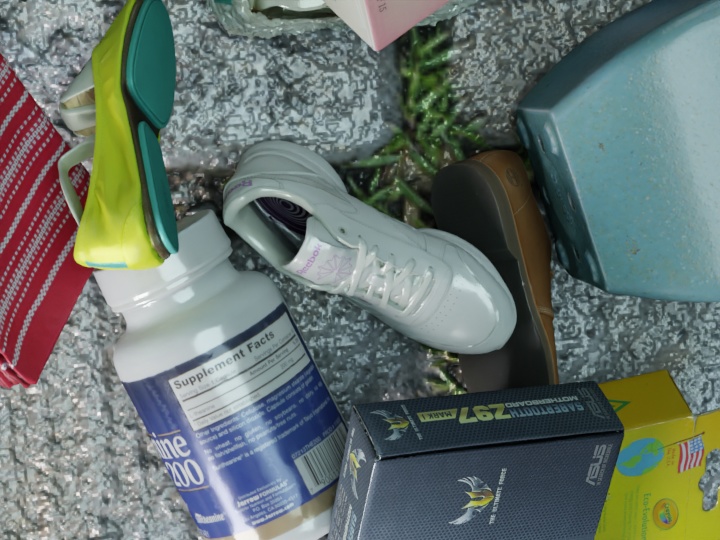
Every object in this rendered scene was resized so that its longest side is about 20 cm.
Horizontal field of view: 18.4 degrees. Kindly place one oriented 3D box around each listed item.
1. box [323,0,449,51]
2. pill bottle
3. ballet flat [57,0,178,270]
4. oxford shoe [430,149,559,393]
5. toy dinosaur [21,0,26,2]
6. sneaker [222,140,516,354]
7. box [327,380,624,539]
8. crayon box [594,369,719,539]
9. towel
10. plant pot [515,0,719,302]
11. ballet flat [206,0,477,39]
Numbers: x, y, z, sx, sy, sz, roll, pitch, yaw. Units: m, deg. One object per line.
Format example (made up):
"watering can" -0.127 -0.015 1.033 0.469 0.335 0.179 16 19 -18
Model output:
"box" 0.047 -0.246 1.285 0.200 0.128 0.109 -36 61 -10
"pill bottle" -0.082 0.070 1.348 0.111 0.111 0.200 -28 99 -10
"ballet flat" -0.146 -0.083 1.314 0.067 0.067 0.200 -14 53 12
"oxford shoe" 0.102 0.019 1.413 0.071 0.071 0.201 -27 114 -48
"toy dinosaur" -0.182 -0.234 1.280 0.200 0.102 0.136 46 105 15
"sneaker" 0.000 0.000 1.354 0.200 0.100 0.075 30 114 1
"box" 0.059 0.162 1.323 0.157 0.051 0.200 -4 127 -20
"crayon box" 0.137 0.137 1.403 0.199 0.051 0.127 -11 129 -12
"towel" -0.216 -0.044 1.281 0.200 0.022 0.145 57 45 -41
"plant pot" 0.211 -0.075 1.371 0.200 0.196 0.196 -20 98 -5
"ballet flat" 0.005 -0.179 1.377 0.199 0.072 0.072 -14 96 -12
